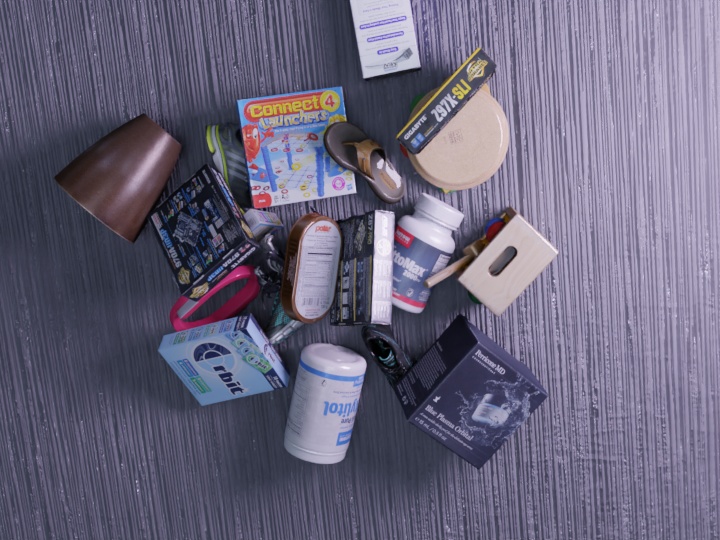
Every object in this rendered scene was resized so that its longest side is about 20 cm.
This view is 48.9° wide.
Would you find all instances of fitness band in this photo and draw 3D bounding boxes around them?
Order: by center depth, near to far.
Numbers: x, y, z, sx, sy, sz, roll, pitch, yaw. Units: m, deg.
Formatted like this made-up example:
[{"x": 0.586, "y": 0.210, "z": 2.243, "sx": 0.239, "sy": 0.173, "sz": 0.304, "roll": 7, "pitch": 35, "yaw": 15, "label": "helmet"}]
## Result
[{"x": -0.277, "y": 0.057, "z": 1.522, "sx": 0.199, "sy": 0.143, "sz": 0.038, "roll": -39, "pitch": 67, "yaw": 12, "label": "fitness band"}]

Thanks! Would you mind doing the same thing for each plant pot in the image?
[{"x": -0.436, "y": -0.189, "z": 1.492, "sx": 0.186, "sy": 0.187, "sz": 0.201, "roll": 40, "pitch": 86, "yaw": -2, "label": "plant pot"}]

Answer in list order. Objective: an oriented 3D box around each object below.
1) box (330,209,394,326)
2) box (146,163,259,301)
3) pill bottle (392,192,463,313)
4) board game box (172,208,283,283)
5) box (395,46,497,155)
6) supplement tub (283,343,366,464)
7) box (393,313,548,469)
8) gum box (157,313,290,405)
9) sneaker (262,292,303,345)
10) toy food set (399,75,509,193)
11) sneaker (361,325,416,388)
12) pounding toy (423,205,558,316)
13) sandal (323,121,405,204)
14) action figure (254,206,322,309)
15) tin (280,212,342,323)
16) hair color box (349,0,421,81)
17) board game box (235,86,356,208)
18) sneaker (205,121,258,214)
[{"x": 0.000, "y": 0.000, "z": 1.452, "sx": 0.049, "sy": 0.161, "sz": 0.203, "roll": 5, "pitch": 82, "yaw": -28, "label": "box"}, {"x": -0.286, "y": -0.071, "z": 1.427, "sx": 0.159, "sy": 0.046, "sz": 0.201, "roll": -39, "pitch": 59, "yaw": 11, "label": "box"}, {"x": 0.106, "y": -0.035, "z": 1.475, "sx": 0.119, "sy": 0.120, "sz": 0.202, "roll": 27, "pitch": 101, "yaw": 1, "label": "pill bottle"}, {"x": -0.248, "y": -0.037, "z": 1.503, "sx": 0.199, "sy": 0.134, "sz": 0.034, "roll": -39, "pitch": 82, "yaw": 10, "label": "board game box"}, {"x": 0.148, "y": -0.285, "z": 1.360, "sx": 0.049, "sy": 0.160, "sz": 0.200, "roll": 43, "pitch": 102, "yaw": -3, "label": "box"}, {"x": -0.069, "y": 0.255, "z": 1.536, "sx": 0.130, "sy": 0.132, "sz": 0.203, "roll": 12, "pitch": 101, "yaw": 4, "label": "supplement tub"}, {"x": 0.203, "y": 0.227, "z": 1.480, "sx": 0.196, "sy": 0.118, "sz": 0.200, "roll": 36, "pitch": 102, "yaw": -23, "label": "box"}, {"x": -0.261, "y": 0.176, "z": 1.530, "sx": 0.198, "sy": 0.045, "sz": 0.171, "roll": -14, "pitch": 127, "yaw": 19, "label": "gum box"}, {"x": -0.142, "y": 0.072, "z": 1.550, "sx": 0.199, "sy": 0.078, "sz": 0.092, "roll": -39, "pitch": 85, "yaw": 3, "label": "sneaker"}, {"x": 0.175, "y": -0.249, "z": 1.469, "sx": 0.197, "sy": 0.049, "sz": 0.201, "roll": -32, "pitch": 95, "yaw": 10, "label": "toy food set"}, {"x": 0.067, "y": 0.189, "z": 1.537, "sx": 0.075, "sy": 0.079, "sz": 0.200, "roll": -39, "pitch": 95, "yaw": 10, "label": "sneaker"}, {"x": 0.231, "y": -0.016, "z": 1.432, "sx": 0.142, "sy": 0.184, "sz": 0.200, "roll": 42, "pitch": 101, "yaw": -2, "label": "pounding toy"}, {"x": 0.017, "y": -0.199, "z": 1.454, "sx": 0.200, "sy": 0.054, "sz": 0.082, "roll": 45, "pitch": 67, "yaw": -21, "label": "sandal"}, {"x": -0.145, "y": -0.028, "z": 1.490, "sx": 0.102, "sy": 0.119, "sz": 0.200, "roll": 42, "pitch": 78, "yaw": -8, "label": "action figure"}, {"x": -0.087, "y": -0.003, "z": 1.448, "sx": 0.042, "sy": 0.111, "sz": 0.203, "roll": 14, "pitch": 100, "yaw": 41, "label": "tin"}, {"x": 0.042, "y": -0.457, "z": 1.442, "sx": 0.108, "sy": 0.065, "sz": 0.203, "roll": -9, "pitch": 96, "yaw": 7, "label": "hair color box"}, {"x": -0.119, "y": -0.228, "z": 1.473, "sx": 0.197, "sy": 0.056, "sz": 0.198, "roll": -10, "pitch": 99, "yaw": -9, "label": "board game box"}, {"x": -0.228, "y": -0.191, "z": 1.511, "sx": 0.080, "sy": 0.074, "sz": 0.202, "roll": -20, "pitch": 98, "yaw": 6, "label": "sneaker"}]
